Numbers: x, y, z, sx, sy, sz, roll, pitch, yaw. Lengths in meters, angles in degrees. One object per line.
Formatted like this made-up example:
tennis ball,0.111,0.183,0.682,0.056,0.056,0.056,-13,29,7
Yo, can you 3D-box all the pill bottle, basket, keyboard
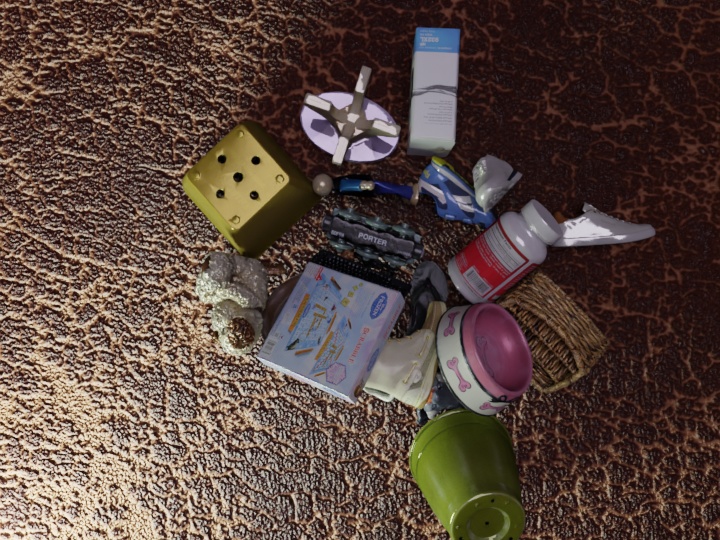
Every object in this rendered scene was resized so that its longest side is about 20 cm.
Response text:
pill bottle,0.264,-0.033,1.221,0.200,0.112,0.113,-42,88,26
basket,0.336,0.119,1.236,0.149,0.143,0.200,-43,88,-3
keyboard,0.000,0.000,1.259,0.198,0.040,0.104,22,45,14

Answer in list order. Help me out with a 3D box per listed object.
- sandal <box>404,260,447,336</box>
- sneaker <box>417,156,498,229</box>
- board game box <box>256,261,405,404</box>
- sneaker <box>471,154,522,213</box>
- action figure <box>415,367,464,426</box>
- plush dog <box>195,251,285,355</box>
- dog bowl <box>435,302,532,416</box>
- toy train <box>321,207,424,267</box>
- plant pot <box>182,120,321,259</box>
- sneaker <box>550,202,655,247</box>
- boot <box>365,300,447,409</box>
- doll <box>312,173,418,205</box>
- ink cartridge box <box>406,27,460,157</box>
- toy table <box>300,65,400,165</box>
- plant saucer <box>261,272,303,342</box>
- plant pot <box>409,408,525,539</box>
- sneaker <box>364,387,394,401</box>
sandal,0.126,0.082,1.283,0.074,0.048,0.203,9,88,0
sneaker,0.191,-0.127,1.283,0.200,0.074,0.082,41,107,-6
board game box,-0.051,0.102,1.162,0.198,0.041,0.202,18,69,29
sneaker,0.236,-0.165,1.231,0.081,0.200,0.076,45,115,3
action figure,0.177,0.205,1.251,0.191,0.105,0.203,4,95,-14
plush dog,-0.220,0.067,1.217,0.158,0.200,0.174,5,80,-17
dog bowl,0.224,0.147,1.171,0.073,0.199,0.202,-29,88,40
toy train,0.025,-0.065,1.257,0.197,0.114,0.086,16,101,2
plant pot,-0.209,-0.156,1.228,0.200,0.176,0.200,-42,89,-3
sneaker,0.464,-0.091,1.281,0.197,0.073,0.086,-3,90,1
boot,0.068,0.129,1.197,0.153,0.072,0.202,18,68,-1
doll,0.008,-0.156,1.254,0.197,0.136,0.049,5,98,-12
ink cartridge box,0.134,-0.328,1.252,0.082,0.145,0.203,3,88,0
toy table,-0.020,-0.280,1.265,0.197,0.117,0.187,7,88,-1
plant saucer,-0.089,0.089,1.247,0.197,0.032,0.202,-7,52,9
plant pot,0.199,0.380,1.168,0.197,0.193,0.203,-2,110,-6
sneaker,-0.007,0.170,1.252,0.199,0.080,0.077,34,102,3
